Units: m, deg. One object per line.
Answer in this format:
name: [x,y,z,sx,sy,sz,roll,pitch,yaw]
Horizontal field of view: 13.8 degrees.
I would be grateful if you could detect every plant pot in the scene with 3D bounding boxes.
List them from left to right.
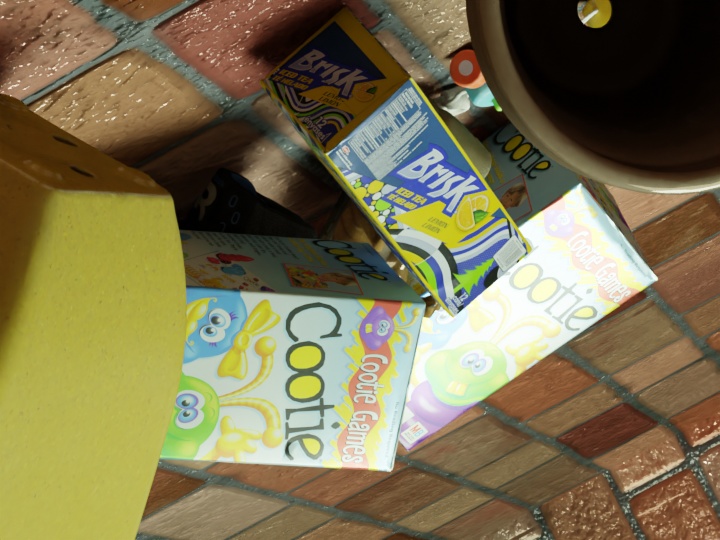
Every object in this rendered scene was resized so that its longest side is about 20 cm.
plant pot: [-0.194,0.024,1.410,0.195,0.194,0.200,3,115,-63]
plant pot: [0.140,-0.137,1.523,0.200,0.200,0.175,-25,-176,-8]

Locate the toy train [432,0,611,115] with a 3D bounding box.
toy train: [0.140,-0.123,1.811,0.200,0.056,0.150,-23,166,-18]

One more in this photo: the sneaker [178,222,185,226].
sneaker: [-0.144,0.044,1.830,0.200,0.089,0.077,-32,166,23]

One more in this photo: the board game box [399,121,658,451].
board game box: [0.074,0.005,1.940,0.200,0.105,0.103,-35,125,10]

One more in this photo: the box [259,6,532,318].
box: [0.022,-0.056,1.642,0.064,0.070,0.200,-40,145,-1]

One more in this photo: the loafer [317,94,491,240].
loafer: [0.021,-0.035,1.843,0.076,0.067,0.200,-62,-175,-29]

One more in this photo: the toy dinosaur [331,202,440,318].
toy dinosaur: [0.000,0.000,1.806,0.060,0.106,0.200,-55,173,-51]

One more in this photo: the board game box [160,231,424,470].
board game box: [-0.081,0.042,1.662,0.200,0.103,0.105,4,-162,-20]

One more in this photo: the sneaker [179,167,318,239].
sneaker: [-0.116,-0.011,1.743,0.200,0.112,0.073,9,-167,-19]
